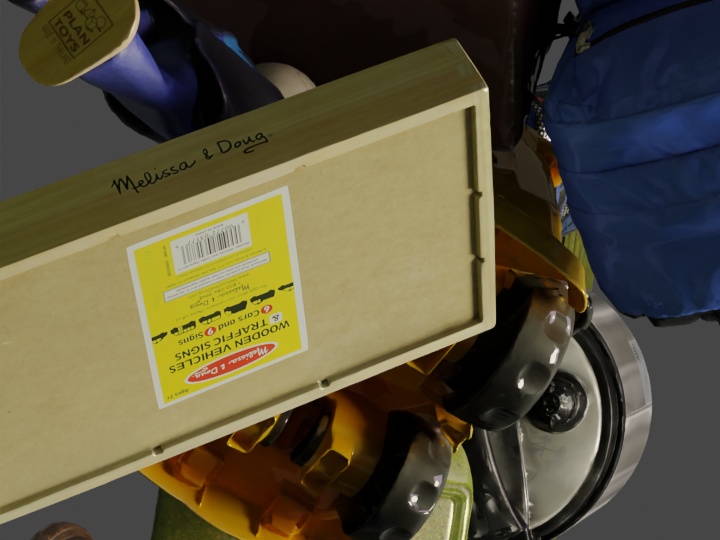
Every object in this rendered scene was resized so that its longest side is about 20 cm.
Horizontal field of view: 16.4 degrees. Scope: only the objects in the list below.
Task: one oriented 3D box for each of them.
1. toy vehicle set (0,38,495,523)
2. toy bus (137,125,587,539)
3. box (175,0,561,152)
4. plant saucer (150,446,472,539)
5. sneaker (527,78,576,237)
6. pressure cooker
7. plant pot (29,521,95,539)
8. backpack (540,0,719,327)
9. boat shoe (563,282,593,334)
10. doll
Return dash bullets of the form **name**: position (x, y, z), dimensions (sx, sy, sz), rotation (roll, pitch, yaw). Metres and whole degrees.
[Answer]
- **toy vehicle set**: position (-0.049, 0.006, 0.834), dimensions (0.124, 0.200, 0.027), rotation (86, -22, -49)
- **toy bus**: position (0.000, 0.000, 1.091), dimensions (0.200, 0.135, 0.192), rotation (-52, -164, 31)
- **box**: position (-0.002, -0.181, 0.969), dimensions (0.166, 0.164, 0.200), rotation (-71, 164, -47)
- **plant saucer**: position (-0.017, 0.161, 1.183), dimensions (0.199, 0.048, 0.201), rotation (14, 83, -48)
- **sneaker**: position (0.052, -0.013, 1.186), dimensions (0.078, 0.075, 0.200), rotation (-2, 126, -52)
- **pressure cooker**: position (0.085, 0.083, 1.546), dimensions (0.179, 0.176, 0.200), rotation (-55, 170, 9)
- **plant pot**: position (-0.040, 0.212, 0.963), dimensions (0.200, 0.198, 0.201), rotation (8, 90, -78)
- **backpack**: position (0.146, -0.076, 0.980), dimensions (0.168, 0.162, 0.200), rotation (63, 25, -19)
- **boat shoe**: position (0.031, 0.044, 1.278), dimensions (0.200, 0.068, 0.072), rotation (-28, 154, -27)
- **doll**: position (-0.063, -0.067, 0.872), dimensions (0.048, 0.136, 0.200), rotation (-45, 159, 8)
